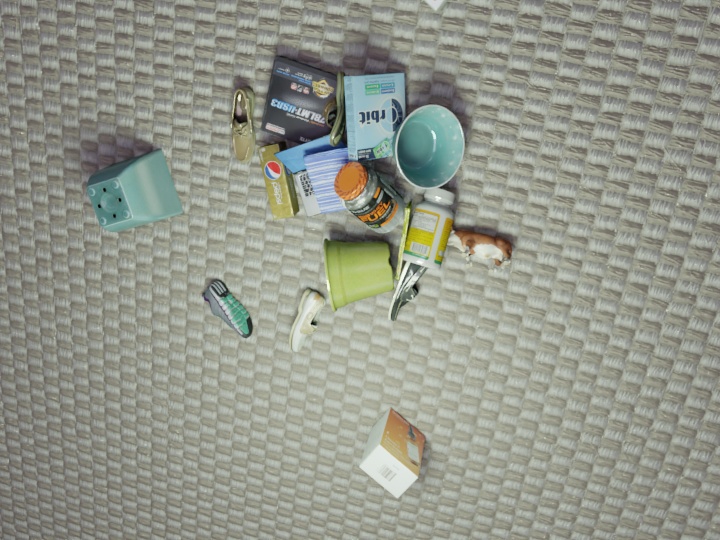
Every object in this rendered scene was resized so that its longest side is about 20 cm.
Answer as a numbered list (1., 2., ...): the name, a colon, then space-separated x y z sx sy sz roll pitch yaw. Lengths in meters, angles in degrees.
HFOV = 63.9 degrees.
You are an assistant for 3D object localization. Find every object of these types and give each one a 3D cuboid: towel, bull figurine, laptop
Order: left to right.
1. laptop: -0.107 -0.254 1.574 0.182 0.116 0.206 -13 105 17
2. towel: -0.066 -0.240 1.563 0.140 0.024 0.203 -7 134 11
3. towel: 0.118 -0.083 1.597 0.017 0.086 0.206 9 109 5
4. bull figurine: 0.314 -0.059 1.551 0.193 0.123 0.066 7 134 4

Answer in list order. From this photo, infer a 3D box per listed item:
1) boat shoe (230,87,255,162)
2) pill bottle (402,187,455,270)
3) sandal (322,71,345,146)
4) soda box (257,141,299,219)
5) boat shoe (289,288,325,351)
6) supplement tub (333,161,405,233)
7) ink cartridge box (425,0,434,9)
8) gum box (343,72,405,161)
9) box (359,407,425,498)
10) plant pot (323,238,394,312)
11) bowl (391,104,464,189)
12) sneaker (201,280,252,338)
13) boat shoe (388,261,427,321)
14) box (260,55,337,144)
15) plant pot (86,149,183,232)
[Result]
1. boat shoe: -0.331 -0.400 1.602 0.070 0.065 0.206 11 110 8
2. pill bottle: 0.187 -0.114 1.542 0.109 0.113 0.206 15 93 6
3. sandal: -0.065 -0.405 1.456 0.055 0.080 0.207 2 70 3
4. soda box: -0.229 -0.253 1.629 0.066 0.064 0.206 -7 107 14
5. boat shoe: -0.162 0.161 1.745 0.067 0.075 0.205 21 110 10
6. supplement tub: 0.023 -0.192 1.512 0.121 0.125 0.199 -34 142 20
7. ink cartridge box: 0.195 -0.744 1.363 0.145 0.088 0.200 42 113 -4
8. gum box: 0.041 -0.394 1.477 0.044 0.166 0.207 21 119 50
9. box: 0.101 0.546 1.746 0.151 0.201 0.107 38 113 -3
10. plant pot: 0.000 0.000 1.610 0.178 0.201 0.207 -8 107 2
11. bowl: 0.157 -0.318 1.478 0.195 0.105 0.208 -7 107 -21
12. sneaker: -0.415 0.133 1.803 0.087 0.074 0.203 -35 89 34
13. boat shoe: 0.131 0.062 1.649 0.066 0.072 0.205 25 110 7
14. box: -0.157 -0.448 1.558 0.195 0.050 0.204 20 109 5
15. plant pot: -0.668 -0.214 1.665 0.190 0.201 0.201 -12 106 16
